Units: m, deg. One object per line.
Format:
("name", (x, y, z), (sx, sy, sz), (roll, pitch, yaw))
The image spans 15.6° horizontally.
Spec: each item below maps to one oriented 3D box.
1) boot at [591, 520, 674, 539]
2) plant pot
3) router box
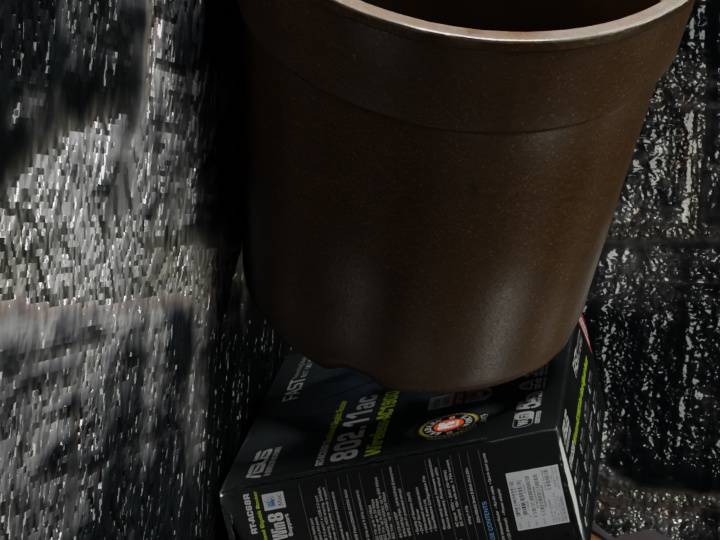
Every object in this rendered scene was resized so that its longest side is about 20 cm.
("boot", (0.028, 0.154, 1.152), (0.199, 0.188, 0.069), (-15, 118, -37))
("plant pot", (0.034, -0.070, 1.067), (0.201, 0.199, 0.199), (-78, 176, -51))
("router box", (0.029, 0.080, 1.181), (0.200, 0.149, 0.063), (-66, 142, -73))
